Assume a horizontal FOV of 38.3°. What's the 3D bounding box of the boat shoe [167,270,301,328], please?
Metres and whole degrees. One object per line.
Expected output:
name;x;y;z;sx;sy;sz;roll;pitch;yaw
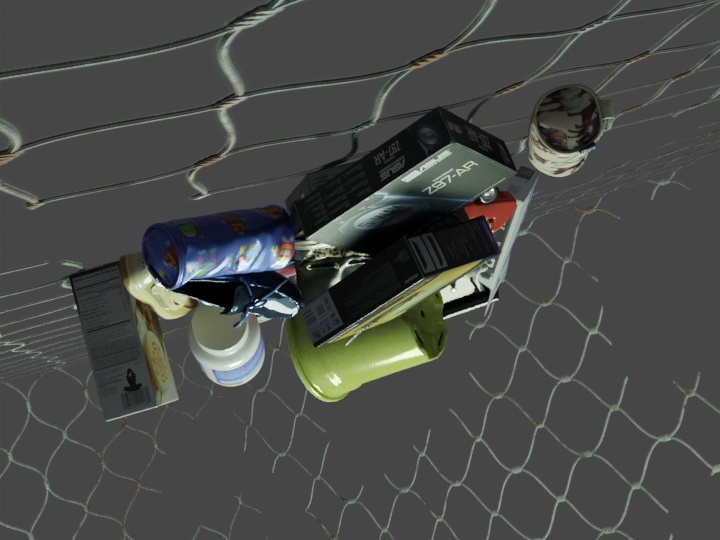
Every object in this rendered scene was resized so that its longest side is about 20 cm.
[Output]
boat shoe;-0.168;0.034;1.330;0.197;0.069;0.085;13;128;-21

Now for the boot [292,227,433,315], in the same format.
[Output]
boot;0.000;0.000;1.379;0.196;0.153;0.074;-2;-141;-3

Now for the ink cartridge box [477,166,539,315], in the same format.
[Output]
ink cartridge box;0.234;-0.053;1.705;0.043;0.203;0.198;19;-158;10

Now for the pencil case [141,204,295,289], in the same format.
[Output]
pencil case;-0.168;-0.028;1.256;0.198;0.078;0.088;-12;141;-45

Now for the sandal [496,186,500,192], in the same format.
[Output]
sandal;0.135;-0.091;1.700;0.198;0.082;0.055;-34;-162;7

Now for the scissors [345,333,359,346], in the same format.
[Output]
scissors;0.037;0.041;1.379;0.200;0.014;0.073;-44;179;17

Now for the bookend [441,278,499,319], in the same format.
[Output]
bookend;0.110;-0.016;1.778;0.197;0.200;0.093;-19;-147;18

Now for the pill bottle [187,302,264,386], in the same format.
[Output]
pill bottle;-0.205;0.104;1.586;0.110;0.114;0.200;-16;164;-7

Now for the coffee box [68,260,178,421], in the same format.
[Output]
coffee box;-0.325;0.095;1.436;0.078;0.204;0.114;-15;176;3

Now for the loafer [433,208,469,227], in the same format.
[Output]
loafer;0.112;-0.081;1.421;0.071;0.199;0.073;-46;139;-7

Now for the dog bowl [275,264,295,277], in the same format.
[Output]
dog bowl;-0.151;-0.020;1.543;0.197;0.075;0.200;-17;176;-1

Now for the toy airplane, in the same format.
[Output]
toy airplane;0.118;-0.054;1.552;0.196;0.143;0.201;5;-141;32

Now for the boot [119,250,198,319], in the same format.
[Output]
boot;-0.222;0.001;1.422;0.153;0.074;0.200;-19;160;8

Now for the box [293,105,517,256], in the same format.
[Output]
box;0.050;-0.089;1.123;0.198;0.044;0.159;-31;158;25

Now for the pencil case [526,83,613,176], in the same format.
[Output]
pencil case;0.239;-0.160;1.210;0.088;0.079;0.200;3;178;7

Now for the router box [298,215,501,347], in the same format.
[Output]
router box;0.045;0.013;1.219;0.156;0.053;0.199;-17;167;-47

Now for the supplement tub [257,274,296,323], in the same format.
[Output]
supplement tub;-0.132;0.010;1.700;0.197;0.125;0.122;-18;176;25

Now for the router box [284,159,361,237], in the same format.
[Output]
router box;0.017;-0.101;1.264;0.197;0.053;0.157;-16;177;-15

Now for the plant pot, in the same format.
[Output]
plant pot;0.020;0.078;1.511;0.182;0.204;0.200;-12;179;28
